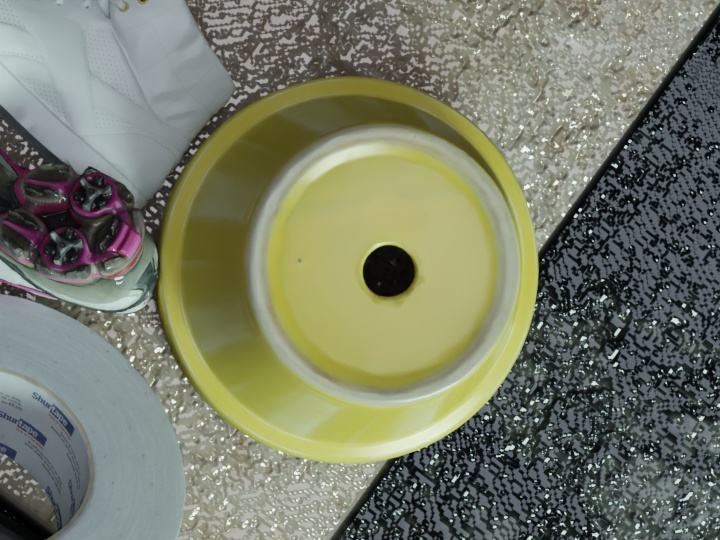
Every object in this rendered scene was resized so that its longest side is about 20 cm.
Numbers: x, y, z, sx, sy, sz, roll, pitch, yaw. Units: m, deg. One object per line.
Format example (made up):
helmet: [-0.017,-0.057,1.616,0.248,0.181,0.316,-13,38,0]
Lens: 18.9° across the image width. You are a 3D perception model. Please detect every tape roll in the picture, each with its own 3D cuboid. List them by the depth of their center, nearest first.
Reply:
tape roll: [-0.188,0.108,1.054,0.198,0.066,0.202,14,47,-16]

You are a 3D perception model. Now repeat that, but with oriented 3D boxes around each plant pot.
plant pot: [0.000,0.000,1.074,0.199,0.189,0.203,0,90,-8]

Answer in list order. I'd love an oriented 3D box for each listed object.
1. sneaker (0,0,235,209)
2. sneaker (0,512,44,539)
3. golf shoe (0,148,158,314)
sneaker: [-0.157,-0.133,1.119,0.200,0.074,0.116,43,83,-15]
sneaker: [-0.163,0.206,1.109,0.198,0.076,0.115,31,87,-3]
golf shoe: [-0.194,-0.029,1.106,0.199,0.092,0.073,27,69,17]
